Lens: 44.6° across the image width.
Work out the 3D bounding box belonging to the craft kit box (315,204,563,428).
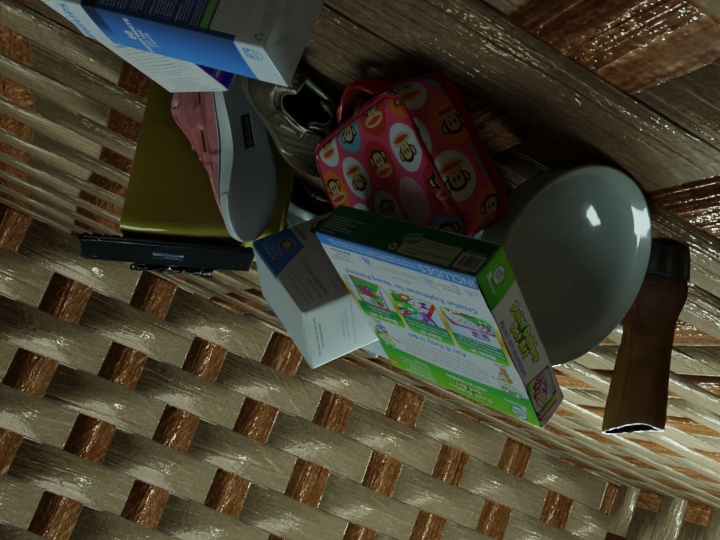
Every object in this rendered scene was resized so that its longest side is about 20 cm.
[{"bbox_3d":[0.073,0.040,0.809,0.199,0.049,0.199,19,145,44],"label":"craft kit box"}]

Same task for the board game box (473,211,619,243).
[{"bbox_3d":[0.195,-0.026,0.973,0.198,0.020,0.104,3,134,31],"label":"board game box"}]

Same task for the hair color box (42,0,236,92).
[{"bbox_3d":[-0.213,-0.246,0.822,0.108,0.066,0.199,11,165,45],"label":"hair color box"}]

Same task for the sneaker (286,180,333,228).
[{"bbox_3d":[-0.092,-0.065,1.288,0.199,0.061,0.104,27,126,-35],"label":"sneaker"}]

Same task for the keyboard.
[{"bbox_3d":[-0.225,-0.018,1.024,0.197,0.021,0.127,6,162,-13],"label":"keyboard"}]

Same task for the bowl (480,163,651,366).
[{"bbox_3d":[0.183,-0.016,0.862,0.200,0.203,0.090,31,-178,-37],"label":"bowl"}]

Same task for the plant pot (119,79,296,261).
[{"bbox_3d":[-0.170,-0.109,1.069,0.174,0.203,0.200,10,168,-3],"label":"plant pot"}]

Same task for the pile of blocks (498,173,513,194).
[{"bbox_3d":[0.079,-0.110,0.927,0.198,0.083,0.062,24,-154,28],"label":"pile of blocks"}]

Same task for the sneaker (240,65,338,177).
[{"bbox_3d":[-0.052,-0.147,0.918,0.075,0.071,0.200,28,172,35],"label":"sneaker"}]

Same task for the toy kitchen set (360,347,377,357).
[{"bbox_3d":[0.061,0.046,1.330,0.198,0.165,0.180,30,-177,14],"label":"toy kitchen set"}]

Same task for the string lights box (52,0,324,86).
[{"bbox_3d":[-0.132,-0.222,0.684,0.198,0.104,0.059,18,168,20],"label":"string lights box"}]

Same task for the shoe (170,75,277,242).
[{"bbox_3d":[-0.149,-0.135,0.956,0.090,0.203,0.071,17,-151,41],"label":"shoe"}]

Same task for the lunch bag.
[{"bbox_3d":[0.034,-0.098,0.835,0.178,0.081,0.199,62,151,-5],"label":"lunch bag"}]

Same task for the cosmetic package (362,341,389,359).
[{"bbox_3d":[0.016,0.054,1.133,0.102,0.074,0.200,45,171,-16],"label":"cosmetic package"}]

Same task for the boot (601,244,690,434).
[{"bbox_3d":[0.305,0.086,0.993,0.068,0.203,0.188,14,169,-15],"label":"boot"}]

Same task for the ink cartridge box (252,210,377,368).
[{"bbox_3d":[0.000,0.000,0.973,0.145,0.198,0.085,48,153,46],"label":"ink cartridge box"}]
